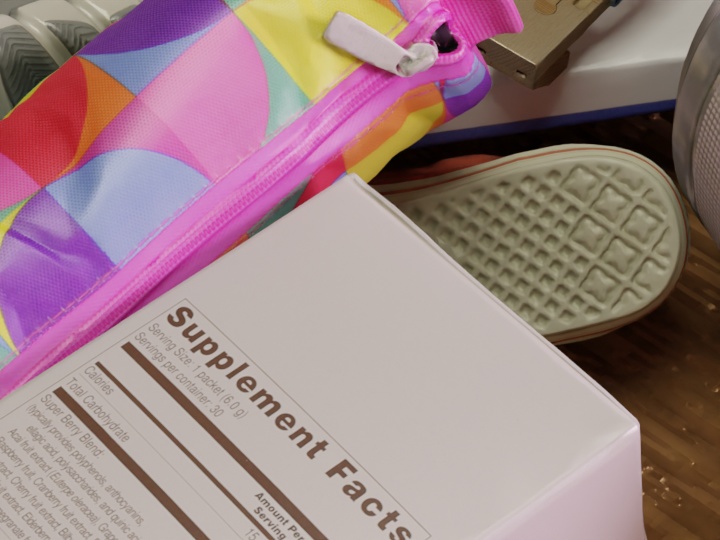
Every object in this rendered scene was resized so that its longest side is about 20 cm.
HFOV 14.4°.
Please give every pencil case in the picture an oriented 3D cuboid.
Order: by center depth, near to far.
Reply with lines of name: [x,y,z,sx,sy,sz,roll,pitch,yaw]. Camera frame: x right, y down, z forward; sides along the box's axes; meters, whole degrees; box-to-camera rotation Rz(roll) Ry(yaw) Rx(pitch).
pencil case: [-0.055,-0.024,0.764,0.200,0.088,0.088,-41,56,-11]

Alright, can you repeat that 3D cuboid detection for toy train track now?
toy train track: [0.096,-0.112,0.879,0.115,0.033,0.200,31,52,17]

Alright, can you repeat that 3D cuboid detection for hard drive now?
hard drive: [0.077,-0.091,0.900,0.200,0.025,0.132,-8,36,-8]

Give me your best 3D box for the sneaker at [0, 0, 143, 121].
sneaker: [-0.089,-0.072,0.849,0.200,0.075,0.115,-31,36,-19]

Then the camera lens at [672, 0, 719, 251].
camera lens: [0.188,-0.010,0.757,0.160,0.160,0.200,-20,50,-10]

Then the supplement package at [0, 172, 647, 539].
supplement package: [-0.038,0.094,0.723,0.200,0.121,0.120,-33,53,-21]

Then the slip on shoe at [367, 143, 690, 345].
slip on shoe: [0.000,0.000,0.844,0.200,0.061,0.074,-9,94,12]
